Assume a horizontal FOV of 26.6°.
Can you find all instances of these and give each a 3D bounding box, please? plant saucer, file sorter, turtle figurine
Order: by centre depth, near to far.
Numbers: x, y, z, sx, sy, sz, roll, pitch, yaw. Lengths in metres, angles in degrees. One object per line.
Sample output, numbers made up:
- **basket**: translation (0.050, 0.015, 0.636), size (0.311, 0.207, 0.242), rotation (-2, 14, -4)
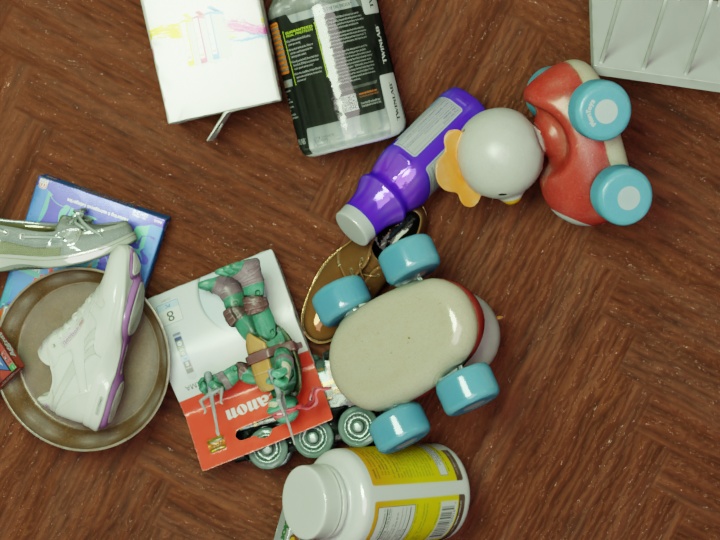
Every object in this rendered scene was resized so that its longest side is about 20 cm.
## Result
- **file sorter**: translation (0.355, -0.285, 1.614), size (0.198, 0.140, 0.125), rotation (8, 140, -2)
- **turtle figurine**: translation (-0.111, 0.094, 1.614), size (0.149, 0.100, 0.202), rotation (-25, 79, 42)
- **plant saucer**: translation (-0.301, 0.096, 1.663), size (0.198, 0.034, 0.202), rotation (1, 94, 7)

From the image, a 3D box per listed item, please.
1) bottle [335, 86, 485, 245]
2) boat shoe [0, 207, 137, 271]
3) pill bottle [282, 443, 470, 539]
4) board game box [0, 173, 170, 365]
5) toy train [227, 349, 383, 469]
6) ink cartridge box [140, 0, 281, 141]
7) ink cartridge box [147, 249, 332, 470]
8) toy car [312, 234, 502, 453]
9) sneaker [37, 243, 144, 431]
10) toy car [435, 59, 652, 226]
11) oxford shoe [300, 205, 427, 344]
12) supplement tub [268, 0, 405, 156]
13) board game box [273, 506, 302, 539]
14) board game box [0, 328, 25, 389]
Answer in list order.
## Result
- **bottle**: translation (0.056, -0.110, 1.648), size (0.065, 0.084, 0.200), rotation (38, 70, 18)
- **boat shoe**: translation (-0.342, -0.038, 1.640), size (0.200, 0.074, 0.065), rotation (-4, 100, 8)
- **pill bottle**: translation (0.016, 0.247, 1.657), size (0.199, 0.109, 0.110), rotation (3, 97, -39)
- **board game box**: translation (-0.315, 0.012, 1.703), size (0.151, 0.045, 0.202), rotation (18, 96, -2)
- **toy train**: translation (-0.058, 0.154, 1.709), size (0.198, 0.085, 0.115), rotation (-14, 83, 3)
- **ink cartridge box**: translation (-0.158, -0.243, 1.638), size (0.124, 0.129, 0.202), rotation (-12, 97, 0)
- **ink cartridge box**: translation (-0.137, 0.097, 1.673), size (0.159, 0.047, 0.201), rotation (-21, 67, 1)
- **toy car**: translation (0.079, 0.080, 1.654), size (0.176, 0.200, 0.185), rotation (-32, 74, 24)
- **sneaker**: translation (-0.288, 0.066, 1.604), size (0.099, 0.075, 0.202), rotation (16, 97, 5)
- **toy car**: translation (0.175, -0.113, 1.610), size (0.198, 0.184, 0.178), rotation (-19, 106, -6)
- **oxford shoe**: translation (0.000, 0.000, 1.696), size (0.071, 0.071, 0.201), rotation (37, 96, -6)
- **supplement tub**: translation (-0.029, -0.233, 1.644), size (0.121, 0.123, 0.202), rotation (-13, 97, 0)
- **board game box**: translation (-0.047, 0.349, 1.694), size (0.126, 0.035, 0.202), rotation (23, 75, -29)
- **board game box**: translation (-0.458, 0.056, 1.674), size (0.103, 0.019, 0.201), rotation (-41, 76, 21)
